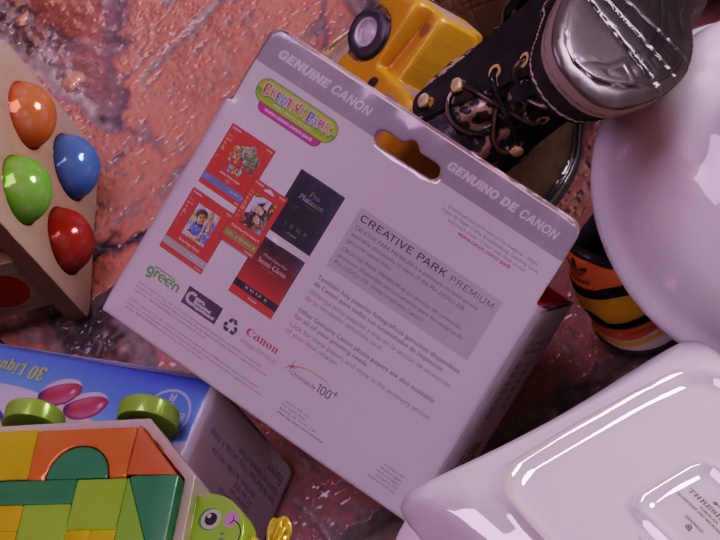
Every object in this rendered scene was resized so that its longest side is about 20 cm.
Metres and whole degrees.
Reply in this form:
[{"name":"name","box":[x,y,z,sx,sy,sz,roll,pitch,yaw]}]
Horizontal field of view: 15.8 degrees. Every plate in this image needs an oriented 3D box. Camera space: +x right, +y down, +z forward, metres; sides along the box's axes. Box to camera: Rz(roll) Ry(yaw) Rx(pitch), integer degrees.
[{"name":"plate","box":[0.152,0.120,1.168,0.199,0.032,0.200,-26,54,-32]}]

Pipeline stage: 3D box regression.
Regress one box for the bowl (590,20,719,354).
[{"name":"bowl","box":[0.219,-0.053,1.284,0.199,0.090,0.203,3,68,-8]}]

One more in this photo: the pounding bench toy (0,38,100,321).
[{"name":"pounding bench toy","box":[-0.254,-0.060,1.514,0.155,0.200,0.125,-14,53,18]}]

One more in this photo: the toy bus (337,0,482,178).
[{"name":"toy bus","box":[-0.002,-0.053,1.428,0.201,0.065,0.078,-55,47,12]}]

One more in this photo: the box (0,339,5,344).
[{"name":"box","box":[-0.321,0.063,1.490,0.198,0.164,0.087,-8,55,20]}]

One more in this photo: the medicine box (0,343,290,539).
[{"name":"medicine box","box":[-0.164,0.155,1.389,0.181,0.103,0.201,7,62,30]}]

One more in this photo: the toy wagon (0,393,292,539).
[{"name":"toy wagon","box":[-0.130,0.134,1.294,0.198,0.040,0.156,-4,58,23]}]

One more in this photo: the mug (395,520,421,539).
[{"name":"mug","box":[0.105,0.174,1.214,0.199,0.148,0.176,-28,47,6]}]

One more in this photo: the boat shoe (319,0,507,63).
[{"name":"boat shoe","box":[0.013,-0.118,1.505,0.199,0.074,0.069,-36,26,-6]}]

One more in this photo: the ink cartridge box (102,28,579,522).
[{"name":"ink cartridge box","box":[0.000,0.000,1.342,0.199,0.084,0.176,34,100,13]}]

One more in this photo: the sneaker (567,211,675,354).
[{"name":"sneaker","box":[0.184,-0.051,1.360,0.200,0.090,0.070,-48,51,-9]}]

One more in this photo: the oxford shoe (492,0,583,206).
[{"name":"oxford shoe","box":[0.090,-0.104,1.448,0.072,0.085,0.201,10,66,29]}]

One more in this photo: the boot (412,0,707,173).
[{"name":"boot","box":[0.092,-0.097,1.299,0.150,0.073,0.200,-37,12,32]}]
